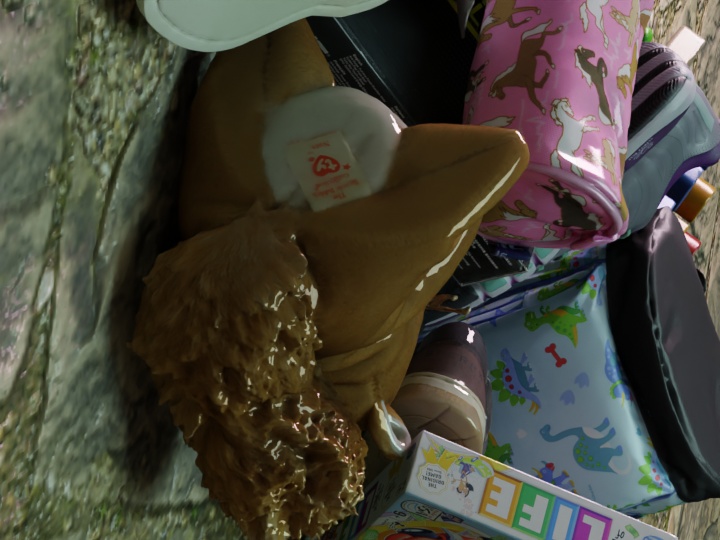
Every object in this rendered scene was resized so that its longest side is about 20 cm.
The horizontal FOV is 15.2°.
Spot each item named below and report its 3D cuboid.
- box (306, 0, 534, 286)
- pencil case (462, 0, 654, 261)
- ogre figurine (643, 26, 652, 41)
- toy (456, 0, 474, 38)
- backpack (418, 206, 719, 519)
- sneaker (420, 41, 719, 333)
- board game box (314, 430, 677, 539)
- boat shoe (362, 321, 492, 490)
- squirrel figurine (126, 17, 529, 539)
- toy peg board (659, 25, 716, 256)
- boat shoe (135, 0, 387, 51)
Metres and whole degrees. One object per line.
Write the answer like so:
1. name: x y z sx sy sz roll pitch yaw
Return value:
1. box: 0.037 -0.130 1.293 0.200 0.047 0.194 52 40 -33
2. pencil case: 0.096 -0.104 1.260 0.087 0.082 0.201 79 19 -57
3. ogre figurine: 0.069 -0.088 1.438 0.120 0.200 0.098 52 -1 -30
4. toy: 0.058 -0.178 1.167 0.200 0.047 0.116 70 13 -83
5. backpack: 0.087 0.072 1.451 0.154 0.199 0.164 -34 110 -57
6. sneaker: 0.105 -0.024 1.382 0.087 0.200 0.075 40 16 -44
7. board game box: 0.052 0.151 1.315 0.200 0.134 0.034 128 -18 -59
8. boat shoe: 0.029 0.095 1.348 0.200 0.072 0.065 106 10 -57
9. squirrel figurine: -0.027 0.021 1.170 0.200 0.141 0.187 -57 164 -31
10. toy peg board: 0.147 -0.005 1.590 0.200 0.098 0.200 -50 173 -40
11. boat shoe: -0.040 -0.138 1.105 0.201 0.060 0.072 -18 149 -56
